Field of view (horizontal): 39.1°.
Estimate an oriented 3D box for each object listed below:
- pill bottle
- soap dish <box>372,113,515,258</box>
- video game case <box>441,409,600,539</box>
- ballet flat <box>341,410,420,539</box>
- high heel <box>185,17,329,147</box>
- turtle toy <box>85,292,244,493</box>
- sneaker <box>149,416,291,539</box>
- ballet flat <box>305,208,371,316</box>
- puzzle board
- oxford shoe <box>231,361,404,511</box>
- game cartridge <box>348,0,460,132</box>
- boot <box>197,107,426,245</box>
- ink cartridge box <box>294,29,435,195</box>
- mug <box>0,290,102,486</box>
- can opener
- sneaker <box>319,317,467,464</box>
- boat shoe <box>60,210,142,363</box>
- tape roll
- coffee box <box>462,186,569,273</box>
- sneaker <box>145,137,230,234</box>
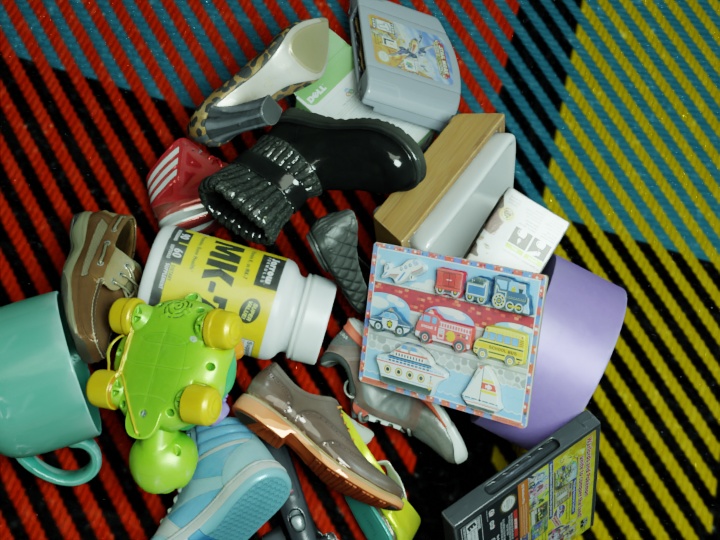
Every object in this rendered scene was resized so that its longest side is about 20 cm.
[{"bbox_3d":[-0.132,0.030,1.100,0.199,0.114,0.115,16,68,-3],"label":"pill bottle"},{"bbox_3d":[0.095,-0.069,1.155,0.081,0.158,0.200,31,68,22],"label":"soap dish"},{"bbox_3d":[0.165,0.251,1.023,0.180,0.201,0.026,-31,49,-18],"label":"video game case"},{"bbox_3d":[-0.003,0.208,1.088,0.067,0.067,0.201,-26,78,-38],"label":"ballet flat"},{"bbox_3d":[-0.120,-0.224,1.175,0.072,0.142,0.201,54,46,-30],"label":"high heel"},{"bbox_3d":[-0.185,0.119,1.002,0.145,0.101,0.201,7,72,22],"label":"turtle toy"},{"bbox_3d":[-0.170,0.235,1.047,0.200,0.080,0.131,-40,46,4],"label":"sneaker"},{"bbox_3d":[0.000,0.000,1.089,0.057,0.200,0.067,-27,60,6],"label":"ballet flat"},{"bbox_3d":[0.086,0.061,1.018,0.199,0.017,0.152,12,100,34],"label":"puzzle board"},{"bbox_3d":[-0.029,0.168,1.021,0.200,0.071,0.073,37,65,-4],"label":"oxford shoe"},{"bbox_3d":[0.055,-0.256,1.228,0.132,0.042,0.201,10,47,-18],"label":"game cartridge"},{"bbox_3d":[-0.051,-0.091,1.066,0.210,0.080,0.158,14,46,33],"label":"boot"},{"bbox_3d":[-0.013,-0.199,1.230,0.200,0.059,0.104,41,69,8],"label":"ink cartridge box"},{"bbox_3d":[-0.333,0.124,1.014,0.114,0.152,0.186,-17,73,-11],"label":"mug"},{"bbox_3d":[-0.075,0.240,1.057,0.078,0.063,0.201,-13,73,-12],"label":"can opener"},{"bbox_3d":[0.033,0.147,1.114,0.082,0.077,0.200,-43,74,-3],"label":"sneaker"},{"bbox_3d":[-0.270,0.006,1.075,0.073,0.076,0.201,-10,48,-1],"label":"boat shoe"},{"bbox_3d":[0.198,0.090,1.080,0.085,0.200,0.201,26,68,2],"label":"tape roll"},{"bbox_3d":[0.139,0.018,1.111,0.080,0.113,0.201,30,90,4],"label":"coffee box"},{"bbox_3d":[-0.153,-0.116,1.171,0.199,0.078,0.116,-19,75,-16],"label":"sneaker"}]
